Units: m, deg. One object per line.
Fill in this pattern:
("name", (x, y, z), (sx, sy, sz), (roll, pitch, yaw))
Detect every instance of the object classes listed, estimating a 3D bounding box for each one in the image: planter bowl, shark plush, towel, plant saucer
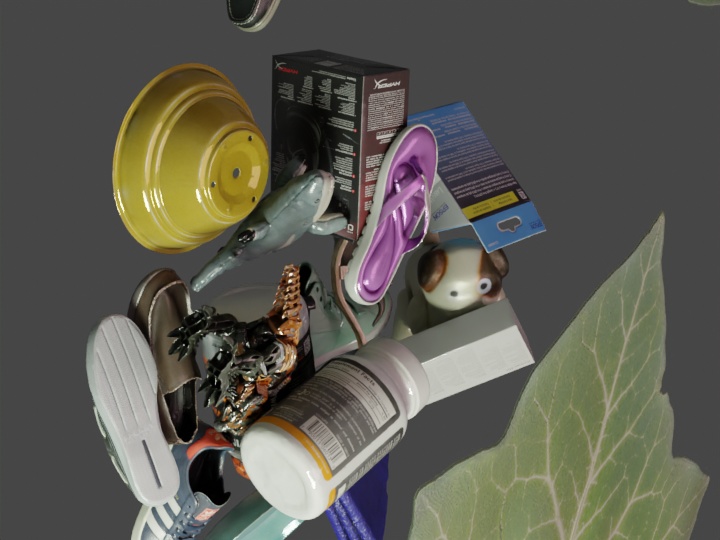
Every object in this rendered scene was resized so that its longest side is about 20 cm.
("planter bowl", (-0.153, -0.107, 1.387), (0.200, 0.083, 0.202), (-24, 122, -47))
("shark plush", (-0.109, -0.051, 1.424), (0.091, 0.199, 0.083), (65, 19, -4))
("towel", (-0.013, 0.222, 1.563), (0.201, 0.049, 0.148), (-84, 152, -54))
("plant saucer", (-0.120, 0.292, 1.561), (0.200, 0.036, 0.200), (-37, 162, -14))

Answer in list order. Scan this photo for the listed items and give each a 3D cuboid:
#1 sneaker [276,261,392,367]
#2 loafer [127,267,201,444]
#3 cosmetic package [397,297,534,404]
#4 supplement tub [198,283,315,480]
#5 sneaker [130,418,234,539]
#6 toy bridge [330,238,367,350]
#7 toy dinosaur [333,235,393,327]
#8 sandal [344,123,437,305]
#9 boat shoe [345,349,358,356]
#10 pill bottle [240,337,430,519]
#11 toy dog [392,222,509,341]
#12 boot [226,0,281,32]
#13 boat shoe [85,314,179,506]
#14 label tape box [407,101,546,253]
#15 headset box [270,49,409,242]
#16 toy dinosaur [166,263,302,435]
("sneaker", (-0.031, 0.035, 1.607), (0.200, 0.073, 0.119), (-31, 132, -40))
("loafer", (-0.194, 0.094, 1.418), (0.073, 0.071, 0.201), (-25, 122, -46))
("cosmetic package", (0.101, 0.107, 1.620), (0.083, 0.199, 0.051), (59, 13, -45))
("supplement tub", (-0.108, 0.126, 1.502), (0.122, 0.122, 0.201), (-34, 128, -42))
("sneaker", (-0.190, 0.266, 1.478), (0.075, 0.084, 0.201), (6, 98, -54))
("toy bridge", (0.000, 0.000, 1.562), (0.067, 0.027, 0.202), (-3, 94, -18))
("toy dinosaur", (-0.003, -0.035, 1.615), (0.102, 0.077, 0.201), (23, 71, -50))
("sandal", (0.047, -0.056, 1.444), (0.082, 0.050, 0.204), (21, 89, -49))
("boat shoe", (-0.022, 0.182, 1.695), (0.074, 0.065, 0.203), (31, 80, -44))
("pill bottle", (-0.022, 0.162, 1.428), (0.200, 0.116, 0.117), (-37, 131, -37))
("toy dog", (0.124, 0.020, 1.698), (0.200, 0.138, 0.195), (128, -36, -79))
("boot", (-0.137, -0.350, 1.327), (0.153, 0.073, 0.205), (9, 89, -52))
("boat shoe", (-0.244, 0.144, 1.376), (0.072, 0.071, 0.201), (-16, 96, -35))
("label tape box", (0.124, -0.105, 1.675), (0.143, 0.066, 0.201), (-20, 75, -49))
("headset box", (-0.026, -0.131, 1.488), (0.077, 0.148, 0.201), (-16, 115, -41))
("toy dinosaur", (-0.113, 0.080, 1.370), (0.135, 0.102, 0.201), (2, 104, -42))
